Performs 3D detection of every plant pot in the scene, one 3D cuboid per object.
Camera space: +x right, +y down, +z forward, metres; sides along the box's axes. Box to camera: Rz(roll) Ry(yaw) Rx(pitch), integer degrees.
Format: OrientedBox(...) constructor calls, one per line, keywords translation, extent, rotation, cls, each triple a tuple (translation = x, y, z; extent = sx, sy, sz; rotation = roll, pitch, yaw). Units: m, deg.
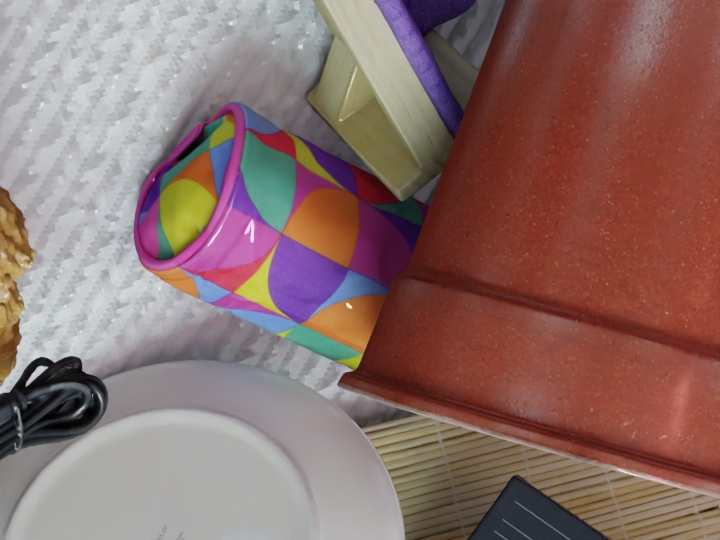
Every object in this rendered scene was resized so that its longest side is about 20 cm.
OrientedBox(translation=(0.113, -0.022, 0.938), extent=(0.201, 0.201, 0.196), rotation=(16, 89, -29), cls="plant pot")

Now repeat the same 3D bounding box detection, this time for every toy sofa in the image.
OrientedBox(translation=(0.000, -0.131, 0.957), extent=(0.098, 0.083, 0.200), rotation=(-38, 138, -5), cls="toy sofa")

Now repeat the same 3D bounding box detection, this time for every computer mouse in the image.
OrientedBox(translation=(-0.180, 0.118, 0.956), extent=(0.200, 0.044, 0.110), rotation=(-50, 171, 35), cls="computer mouse")

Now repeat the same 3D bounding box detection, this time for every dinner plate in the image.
OrientedBox(translation=(-0.081, 0.119, 0.978), extent=(0.200, 0.200, 0.024), rotation=(-36, 148, -11), cls="dinner plate")

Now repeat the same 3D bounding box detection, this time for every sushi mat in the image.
OrientedBox(translation=(0.081, 0.102, 1.116), extent=(0.200, 0.012, 0.096), rotation=(-11, 78, -26), cls="sushi mat")

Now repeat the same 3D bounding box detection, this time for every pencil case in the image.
OrientedBox(translation=(0.000, 0.000, 1.039), extent=(0.200, 0.088, 0.088), rotation=(27, 94, -32), cls="pencil case")

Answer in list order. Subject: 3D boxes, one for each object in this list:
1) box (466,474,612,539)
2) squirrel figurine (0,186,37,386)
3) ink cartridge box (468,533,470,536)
OrientedBox(translation=(0.085, 0.216, 1.046), extent=(0.182, 0.104, 0.200), rotation=(-54, 145, -6), cls="box")
OrientedBox(translation=(-0.221, 0.036, 0.916), extent=(0.200, 0.142, 0.187), rotation=(3, 112, -23), cls="squirrel figurine")
OrientedBox(translation=(0.059, 0.214, 1.158), extent=(0.200, 0.043, 0.198), rotation=(-33, 117, -13), cls="ink cartridge box")
